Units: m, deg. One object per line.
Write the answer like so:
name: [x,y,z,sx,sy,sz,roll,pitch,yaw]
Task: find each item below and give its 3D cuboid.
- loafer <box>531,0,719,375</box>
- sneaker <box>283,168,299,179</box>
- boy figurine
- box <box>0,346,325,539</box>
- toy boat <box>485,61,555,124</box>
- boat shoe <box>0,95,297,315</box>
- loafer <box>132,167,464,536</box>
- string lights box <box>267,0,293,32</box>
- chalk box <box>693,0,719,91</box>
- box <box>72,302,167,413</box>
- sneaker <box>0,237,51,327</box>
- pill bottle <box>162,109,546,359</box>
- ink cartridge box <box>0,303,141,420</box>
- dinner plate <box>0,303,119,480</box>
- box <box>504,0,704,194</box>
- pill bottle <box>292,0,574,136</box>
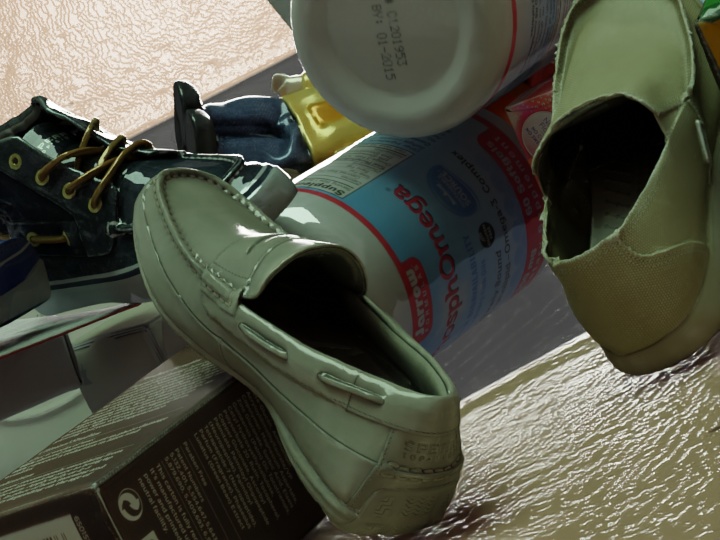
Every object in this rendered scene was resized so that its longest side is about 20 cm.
loafer: [0.108,-0.054,0.896,0.076,0.068,0.200,-25,44,27]
sneaker: [-0.064,-0.064,1.478,0.200,0.100,0.078,-1,-16,-15]
boy figurine: [-0.014,-0.090,1.412,0.200,0.065,0.124,-7,38,-12]
box: [-0.069,0.083,0.886,0.100,0.075,0.200,-20,12,35]
toy boat: [0.093,-0.088,1.316,0.130,0.131,0.200,-29,-33,-39]
boat shoe: [-0.117,-0.037,1.016,0.200,0.091,0.071,-14,26,50]
loafer: [-0.023,0.015,0.835,0.070,0.070,0.200,-7,39,-37]
string lights box: [0.035,-0.207,1.233,0.103,0.059,0.200,-27,-18,-39]
chalk box: [0.219,-0.087,0.896,0.124,0.125,0.200,-23,10,18]
box: [-0.050,0.022,1.168,0.200,0.068,0.082,-33,11,-39]
sneaker: [-0.254,-0.001,1.033,0.199,0.115,0.081,-15,8,24]
pill bottle: [0.000,0.000,1.066,0.109,0.109,0.200,-18,12,43]
ink cartridge box: [-0.217,0.069,1.043,0.200,0.044,0.173,-22,9,-36]
dinner plate: [-0.171,0.030,1.248,0.200,0.024,0.200,-15,54,21]
box: [0.163,-0.074,1.067,0.095,0.103,0.200,-19,9,32]
pill bottle: [0.055,-0.142,1.088,0.109,0.109,0.200,-21,9,31]
